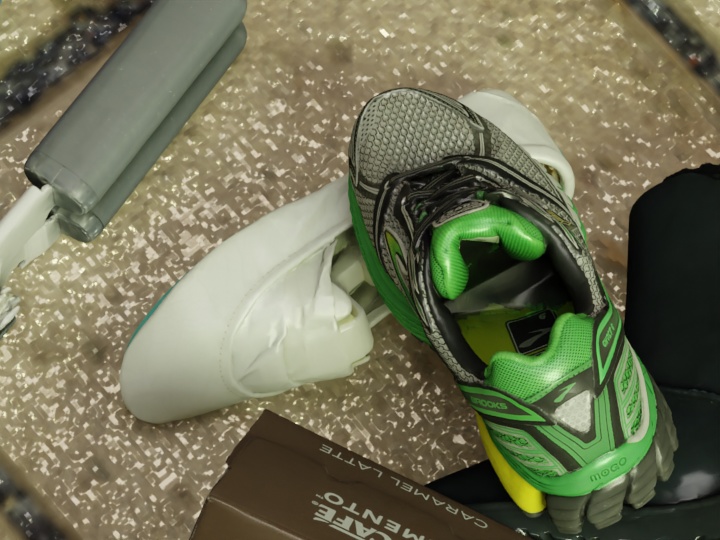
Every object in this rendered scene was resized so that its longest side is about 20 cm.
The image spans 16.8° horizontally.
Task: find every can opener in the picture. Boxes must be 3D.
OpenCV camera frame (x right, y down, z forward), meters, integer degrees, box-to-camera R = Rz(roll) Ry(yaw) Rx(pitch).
[{"bbox_3d":[-0.119,-0.042,0.945,0.066,0.053,0.200,37,71,10],"label":"can opener"}]

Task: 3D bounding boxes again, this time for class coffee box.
[{"bbox_3d":[-0.027,0.165,0.805,0.114,0.080,0.201,24,109,5],"label":"coffee box"}]

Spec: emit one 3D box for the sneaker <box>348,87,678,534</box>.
[{"bbox_3d":[0.046,-0.007,0.834,0.078,0.085,0.200,-29,43,-4],"label":"sneaker"}]

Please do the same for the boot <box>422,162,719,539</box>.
[{"bbox_3d":[0.101,0.046,0.876,0.199,0.077,0.169,-8,47,17],"label":"boot"}]

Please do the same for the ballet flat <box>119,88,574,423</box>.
[{"bbox_3d":[0.000,0.000,0.925,0.200,0.069,0.070,-35,76,-18],"label":"ballet flat"}]
